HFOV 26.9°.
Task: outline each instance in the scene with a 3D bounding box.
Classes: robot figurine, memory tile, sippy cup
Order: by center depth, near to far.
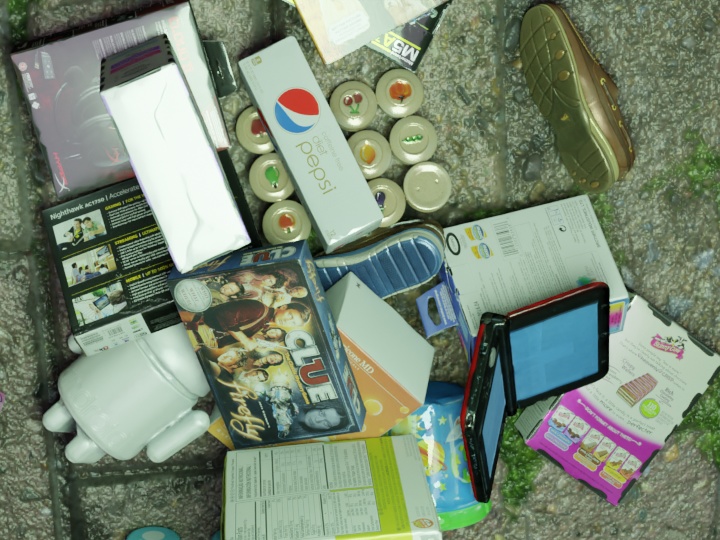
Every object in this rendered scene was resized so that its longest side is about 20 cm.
[{"bbox_3d":[-0.017,-0.112,1.515,0.198,0.017,0.155,-15,85,-5],"label":"memory tile"},{"bbox_3d":[-0.224,0.111,1.518,0.200,0.113,0.170,-41,81,3],"label":"robot figurine"},{"bbox_3d":[0.069,0.188,1.575,0.138,0.178,0.132,1,102,14],"label":"sippy cup"}]

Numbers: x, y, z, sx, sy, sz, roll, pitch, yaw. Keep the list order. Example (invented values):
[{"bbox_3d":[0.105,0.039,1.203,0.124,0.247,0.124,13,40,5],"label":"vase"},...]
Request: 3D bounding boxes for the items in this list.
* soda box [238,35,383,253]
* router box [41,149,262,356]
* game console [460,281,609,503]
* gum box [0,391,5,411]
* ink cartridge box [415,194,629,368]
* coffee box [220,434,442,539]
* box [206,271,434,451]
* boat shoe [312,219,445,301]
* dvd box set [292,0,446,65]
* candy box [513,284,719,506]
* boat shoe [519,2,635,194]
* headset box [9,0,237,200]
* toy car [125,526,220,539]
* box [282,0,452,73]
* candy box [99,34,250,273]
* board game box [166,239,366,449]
[{"bbox_3d":[-0.049,-0.122,1.472,0.063,0.068,0.202,-27,86,-5],"label":"soda box"},{"bbox_3d":[-0.199,-0.020,1.476,0.198,0.051,0.150,-19,63,-3],"label":"router box"},{"bbox_3d":[0.175,0.124,1.478,0.117,0.201,0.174,7,60,14],"label":"game console"},{"bbox_3d":[-0.417,0.156,1.453,0.113,0.200,0.067,26,100,-13],"label":"gum box"},{"bbox_3d":[0.157,0.014,1.537,0.198,0.138,0.077,-13,146,-6],"label":"ink cartridge box"},{"bbox_3d":[-0.027,0.293,1.419,0.195,0.200,0.202,-5,110,-3],"label":"coffee box"},{"bbox_3d":[-0.040,0.119,1.521,0.124,0.098,0.200,42,120,-16],"label":"box"},{"bbox_3d":[0.000,0.000,1.542,0.198,0.073,0.073,-15,112,22],"label":"boat shoe"},{"bbox_3d":[-0.016,-0.319,1.434,0.145,0.029,0.201,-27,109,-1],"label":"dvd box set"},{"bbox_3d":[0.280,0.134,1.632,0.136,0.061,0.201,35,98,-15],"label":"candy box"},{"bbox_3d":[0.225,-0.182,1.544,0.067,0.072,0.202,-30,101,-35],"label":"boat shoe"},{"bbox_3d":[-0.221,-0.173,1.463,0.198,0.075,0.150,-16,107,-5],"label":"headset box"},{"bbox_3d":[-0.170,0.391,1.555,0.175,0.200,0.187,2,105,-9],"label":"toy car"},{"bbox_3d":[0.012,-0.326,1.477,0.198,0.048,0.195,25,102,-15],"label":"box"},{"bbox_3d":[-0.169,-0.111,1.344,0.071,0.200,0.169,-23,108,-3],"label":"candy box"},{"bbox_3d":[-0.086,0.073,1.419,0.134,0.035,0.202,-10,120,17],"label":"board game box"}]
